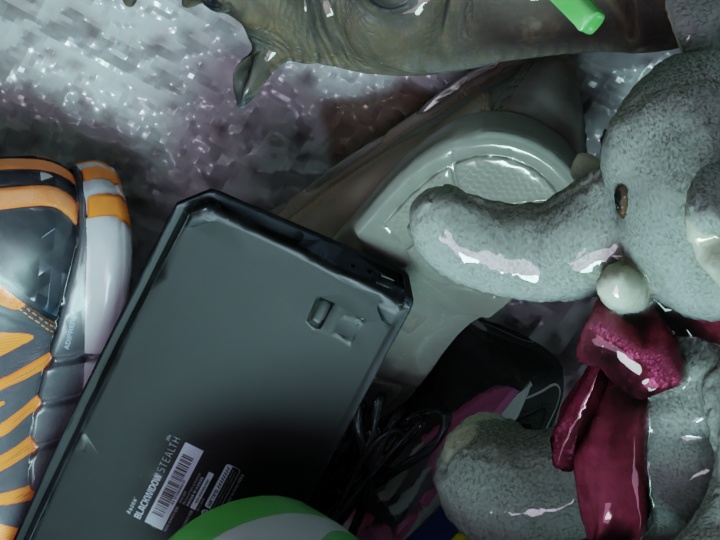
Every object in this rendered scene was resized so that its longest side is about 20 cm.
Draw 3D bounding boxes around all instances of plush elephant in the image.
[{"bbox_3d":[0.086,0.013,0.733,0.199,0.165,0.155,-20,113,15],"label":"plush elephant"}]

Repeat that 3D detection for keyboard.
[{"bbox_3d":[-0.043,0.064,0.878,0.104,0.040,0.200,26,123,-4],"label":"keyboard"}]

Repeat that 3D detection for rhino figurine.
[{"bbox_3d":[0.020,-0.090,0.802,0.199,0.060,0.088,-7,139,21],"label":"rhino figurine"}]

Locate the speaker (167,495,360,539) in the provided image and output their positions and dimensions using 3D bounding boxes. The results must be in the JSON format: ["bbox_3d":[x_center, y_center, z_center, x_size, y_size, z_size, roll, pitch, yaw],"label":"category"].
[{"bbox_3d":[0.009,0.149,0.774,0.088,0.200,0.089,-19,132,-23],"label":"speaker"}]

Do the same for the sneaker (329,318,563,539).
[{"bbox_3d":[0.019,0.098,0.937,0.086,0.081,0.200,15,127,-27],"label":"sneaker"}]

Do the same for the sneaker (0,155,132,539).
[{"bbox_3d":[-0.144,0.050,0.914,0.112,0.078,0.201,1,116,-18],"label":"sneaker"}]

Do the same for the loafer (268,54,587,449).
[{"bbox_3d":[0.000,0.000,0.875,0.072,0.063,0.200,39,130,-20],"label":"loafer"}]

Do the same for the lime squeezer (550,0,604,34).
[{"bbox_3d":[-0.024,-0.108,0.750,0.199,0.071,0.038,8,162,25],"label":"lime squeezer"}]

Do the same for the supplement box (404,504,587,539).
[{"bbox_3d":[0.070,0.180,0.842,0.110,0.200,0.109,-46,137,15],"label":"supplement box"}]
